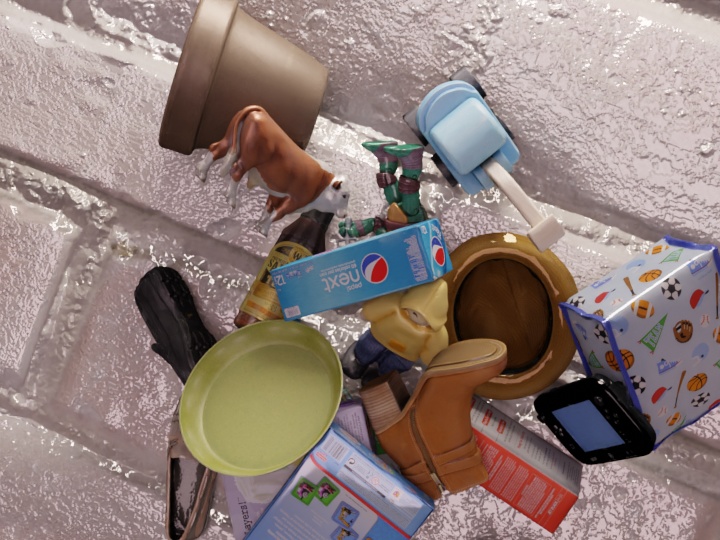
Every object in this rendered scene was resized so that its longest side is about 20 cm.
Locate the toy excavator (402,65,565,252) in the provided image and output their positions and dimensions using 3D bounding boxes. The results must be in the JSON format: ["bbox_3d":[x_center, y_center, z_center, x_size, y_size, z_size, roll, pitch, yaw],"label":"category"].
[{"bbox_3d":[0.147,-0.124,1.197,0.099,0.200,0.195,-36,109,7],"label":"toy excavator"}]

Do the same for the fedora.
[{"bbox_3d":[0.173,0.051,1.247,0.198,0.082,0.204,1,99,7],"label":"fedora"}]

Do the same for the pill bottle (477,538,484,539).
[{"bbox_3d":[0.212,0.406,1.229,0.198,0.112,0.113,29,95,7],"label":"pill bottle"}]

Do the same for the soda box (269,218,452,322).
[{"bbox_3d":[0.000,0.000,1.178,0.198,0.068,0.065,-15,94,27],"label":"soda box"}]

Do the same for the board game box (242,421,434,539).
[{"bbox_3d":[-0.034,0.297,1.167,0.151,0.037,0.201,37,95,1],"label":"board game box"}]

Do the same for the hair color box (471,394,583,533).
[{"bbox_3d":[0.166,0.218,1.237,0.199,0.101,0.062,34,107,8],"label":"hair color box"}]

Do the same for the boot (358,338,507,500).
[{"bbox_3d":[0.107,0.169,1.150,0.199,0.074,0.156,-24,98,36],"label":"boot"}]

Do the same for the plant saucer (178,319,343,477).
[{"bbox_3d":[-0.110,0.148,1.177,0.197,0.031,0.202,-10,53,13],"label":"plant saucer"}]

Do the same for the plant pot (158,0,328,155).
[{"bbox_3d":[-0.135,-0.222,1.254,0.172,0.200,0.203,17,93,-10],"label":"plant pot"}]

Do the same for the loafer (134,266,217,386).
[{"bbox_3d":[-0.229,0.091,1.310,0.070,0.068,0.202,-39,69,27],"label":"loafer"}]

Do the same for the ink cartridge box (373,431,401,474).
[{"bbox_3d":[-0.016,0.280,1.277,0.200,0.083,0.147,-42,84,6],"label":"ink cartridge box"}]

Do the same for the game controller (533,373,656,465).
[{"bbox_3d":[0.265,0.174,1.183,0.042,0.200,0.105,-30,83,-17],"label":"game controller"}]

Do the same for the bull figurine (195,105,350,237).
[{"bbox_3d":[-0.097,-0.107,1.211,0.122,0.200,0.065,-49,39,-3],"label":"bull figurine"}]

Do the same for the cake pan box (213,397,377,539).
[{"bbox_3d":[-0.064,0.264,1.210,0.182,0.052,0.203,-9,94,7],"label":"cake pan box"}]

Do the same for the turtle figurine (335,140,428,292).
[{"bbox_3d":[0.041,-0.054,1.260,0.149,0.100,0.203,10,106,43],"label":"turtle figurine"}]

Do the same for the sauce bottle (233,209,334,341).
[{"bbox_3d":[-0.087,-0.008,1.281,0.065,0.066,0.202,24,80,8],"label":"sauce bottle"}]

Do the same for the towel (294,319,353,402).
[{"bbox_3d":[-0.105,0.145,1.281,0.146,0.022,0.201,-43,60,7],"label":"towel"}]

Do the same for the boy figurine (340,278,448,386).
[{"bbox_3d":[0.053,0.078,1.207,0.124,0.200,0.065,41,52,-1],"label":"boy figurine"}]

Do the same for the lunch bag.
[{"bbox_3d":[0.344,0.089,1.181,0.169,0.124,0.202,-31,108,-9],"label":"lunch bag"}]

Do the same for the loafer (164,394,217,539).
[{"bbox_3d":[-0.217,0.251,1.318,0.071,0.063,0.203,5,91,8],"label":"loafer"}]
